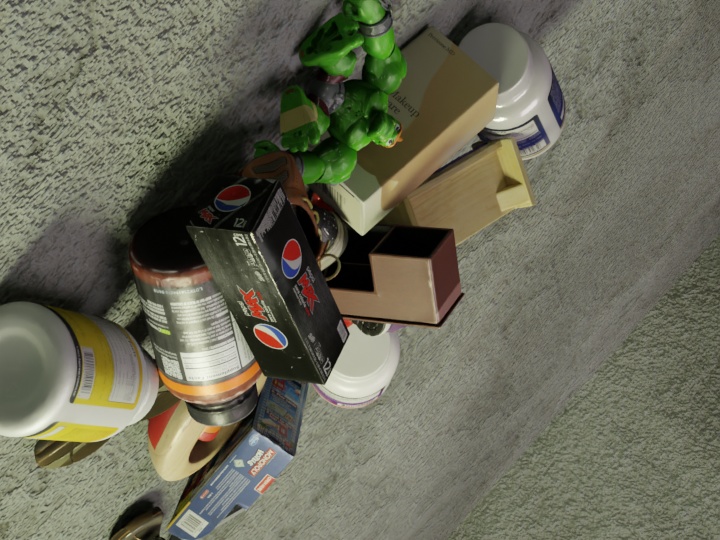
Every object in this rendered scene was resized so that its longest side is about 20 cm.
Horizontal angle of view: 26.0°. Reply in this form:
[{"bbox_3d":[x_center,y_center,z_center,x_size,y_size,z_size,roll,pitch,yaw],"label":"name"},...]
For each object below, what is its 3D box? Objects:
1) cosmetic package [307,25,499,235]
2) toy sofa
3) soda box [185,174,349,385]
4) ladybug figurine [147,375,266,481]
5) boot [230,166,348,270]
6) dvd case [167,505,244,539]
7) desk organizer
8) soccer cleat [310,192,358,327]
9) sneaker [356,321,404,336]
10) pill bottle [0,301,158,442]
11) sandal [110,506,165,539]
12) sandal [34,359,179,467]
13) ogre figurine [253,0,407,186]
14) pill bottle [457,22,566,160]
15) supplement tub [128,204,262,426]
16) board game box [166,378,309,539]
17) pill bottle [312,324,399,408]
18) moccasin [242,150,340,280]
[{"bbox_3d":[0.037,-0.143,1.575,0.200,0.105,0.071,-43,162,-19],"label":"cosmetic package"},{"bbox_3d":[0.088,-0.069,1.679,0.199,0.084,0.097,-31,-164,-39],"label":"toy sofa"},{"bbox_3d":[-0.077,0.010,1.355,0.064,0.070,0.201,-62,145,-35],"label":"soda box"},{"bbox_3d":[-0.171,0.140,1.703,0.201,0.072,0.135,-55,161,19],"label":"ladybug figurine"},{"bbox_3d":[-0.126,-0.016,1.523,0.203,0.074,0.154,-35,147,10],"label":"boot"},{"bbox_3d":[-0.166,0.268,2.032,0.150,0.025,0.201,-25,149,-49],"label":"dvd case"},{"bbox_3d":[0.000,0.000,1.586,0.072,0.198,0.078,-47,135,-51],"label":"desk organizer"},{"bbox_3d":[-0.030,-0.030,1.693,0.068,0.085,0.202,-8,120,-12],"label":"soccer cleat"},{"bbox_3d":[0.038,-0.032,1.742,0.087,0.075,0.203,-11,112,-41],"label":"sneaker"},{"bbox_3d":[-0.256,0.093,1.368,0.112,0.112,0.200,-50,161,6],"label":"pill bottle"},{"bbox_3d":[-0.271,0.357,1.924,0.081,0.055,0.201,-34,156,-35],"label":"sandal"},{"bbox_3d":[-0.241,0.124,1.542,0.199,0.055,0.082,-34,156,1],"label":"sandal"},{"bbox_3d":[-0.018,-0.159,1.445,0.120,0.097,0.203,25,76,-57],"label":"ogre figurine"},{"bbox_3d":[0.162,-0.201,1.725,0.111,0.111,0.200,-48,161,1],"label":"pill bottle"},{"bbox_3d":[-0.145,0.047,1.440,0.107,0.106,0.202,-36,135,-31],"label":"supplement tub"},{"bbox_3d":[-0.129,0.198,1.821,0.200,0.061,0.201,-50,-169,33],"label":"board game box"},{"bbox_3d":[-0.009,0.100,1.863,0.111,0.111,0.200,-45,174,-9],"label":"pill bottle"},{"bbox_3d":[-0.062,-0.025,1.419,0.073,0.078,0.202,-17,149,-13],"label":"moccasin"}]
